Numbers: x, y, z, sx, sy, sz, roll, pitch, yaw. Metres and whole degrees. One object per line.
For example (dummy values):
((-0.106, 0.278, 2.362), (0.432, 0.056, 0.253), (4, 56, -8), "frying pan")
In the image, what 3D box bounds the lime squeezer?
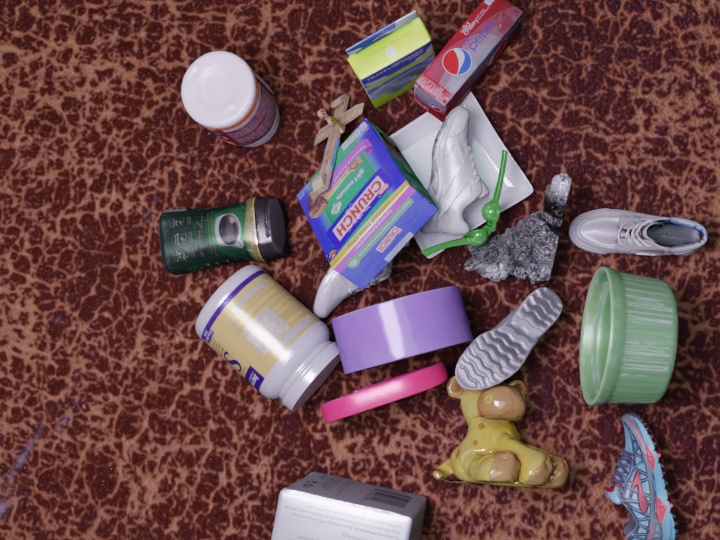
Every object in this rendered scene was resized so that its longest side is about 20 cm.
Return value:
((0.175, -0.083, 1.508), (0.071, 0.038, 0.200), (40, 85, -8), "lime squeezer")

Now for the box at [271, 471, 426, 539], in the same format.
((-0.019, 0.410, 1.486), (0.199, 0.199, 0.173), (10, 88, 11), "box")

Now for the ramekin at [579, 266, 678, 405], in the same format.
((0.385, 0.099, 1.452), (0.097, 0.200, 0.202), (6, 87, 1), "ramekin")

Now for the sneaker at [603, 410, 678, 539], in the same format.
((0.405, 0.311, 1.491), (0.095, 0.079, 0.201), (-13, 84, 9), "sneaker")

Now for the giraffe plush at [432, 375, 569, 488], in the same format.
((0.204, 0.237, 1.506), (0.199, 0.172, 0.163), (-8, 72, 42), "giraffe plush")

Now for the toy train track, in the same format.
((-0.051, -0.204, 1.559), (0.114, 0.032, 0.201), (-28, 39, 40), "toy train track")

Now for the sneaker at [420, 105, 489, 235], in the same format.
((0.153, -0.148, 1.540), (0.099, 0.078, 0.202), (11, 97, 2), "sneaker")

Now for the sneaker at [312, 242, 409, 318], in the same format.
((0.000, 0.000, 1.577), (0.080, 0.070, 0.201), (37, 91, 6), "sneaker")

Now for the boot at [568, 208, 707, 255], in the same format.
((0.414, -0.060, 1.505), (0.198, 0.096, 0.074), (2, 86, 9), "boot")

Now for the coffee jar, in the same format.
((-0.215, -0.056, 1.603), (0.198, 0.085, 0.105), (-7, 83, 9), "coffee jar")

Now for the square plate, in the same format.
((0.137, -0.153, 1.587), (0.197, 0.028, 0.201), (-32, 82, 5), "square plate")

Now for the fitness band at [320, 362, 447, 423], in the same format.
((0.036, 0.184, 1.520), (0.199, 0.144, 0.038), (-20, 82, 6), "fitness band")

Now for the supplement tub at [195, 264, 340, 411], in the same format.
((-0.138, 0.105, 1.551), (0.200, 0.145, 0.146), (41, 93, 9), "supplement tub")

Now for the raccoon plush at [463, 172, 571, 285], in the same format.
((0.233, -0.066, 1.520), (0.133, 0.097, 0.201), (12, 110, 9), "raccoon plush")

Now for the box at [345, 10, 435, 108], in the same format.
((0.052, -0.315, 1.523), (0.121, 0.200, 0.048), (-29, 82, 6), "box")

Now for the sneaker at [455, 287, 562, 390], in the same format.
((0.222, 0.113, 1.508), (0.200, 0.082, 0.075), (-38, 77, -15), "sneaker")

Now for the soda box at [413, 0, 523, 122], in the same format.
((0.166, -0.329, 1.556), (0.063, 0.070, 0.200), (38, 80, 11), "soda box")

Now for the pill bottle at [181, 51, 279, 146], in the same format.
((-0.193, -0.257, 1.556), (0.113, 0.200, 0.115), (-1, 86, 9), "pill bottle")

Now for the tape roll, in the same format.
((0.062, 0.089, 1.495), (0.199, 0.200, 0.086), (-16, 85, 7), "tape roll")

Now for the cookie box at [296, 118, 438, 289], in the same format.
((0.006, -0.102, 1.505), (0.171, 0.075, 0.200), (-47, 39, 15), "cookie box")
